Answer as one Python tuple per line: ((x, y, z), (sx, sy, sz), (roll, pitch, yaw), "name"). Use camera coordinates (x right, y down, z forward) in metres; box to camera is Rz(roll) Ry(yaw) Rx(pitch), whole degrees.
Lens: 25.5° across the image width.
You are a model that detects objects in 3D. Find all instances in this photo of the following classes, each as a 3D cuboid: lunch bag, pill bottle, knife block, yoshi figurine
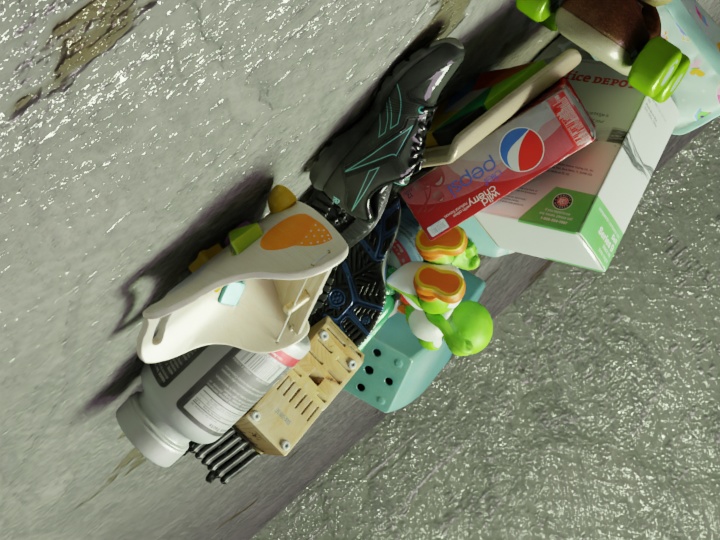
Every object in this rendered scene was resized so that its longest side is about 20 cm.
((0.328, -0.242, 1.719), (0.122, 0.171, 0.200), (-42, -168, -1), "lunch bag")
((-0.156, 0.107, 1.648), (0.200, 0.111, 0.111), (-43, 170, 8), "pill bottle")
((-0.108, 0.144, 1.751), (0.200, 0.064, 0.175), (-50, -162, -20), "knife block")
((0.056, -0.021, 1.922), (0.200, 0.109, 0.109), (-31, 166, -48), "pill bottle")
((0.105, 0.034, 1.766), (0.112, 0.112, 0.200), (-35, 157, -14), "yoshi figurine")

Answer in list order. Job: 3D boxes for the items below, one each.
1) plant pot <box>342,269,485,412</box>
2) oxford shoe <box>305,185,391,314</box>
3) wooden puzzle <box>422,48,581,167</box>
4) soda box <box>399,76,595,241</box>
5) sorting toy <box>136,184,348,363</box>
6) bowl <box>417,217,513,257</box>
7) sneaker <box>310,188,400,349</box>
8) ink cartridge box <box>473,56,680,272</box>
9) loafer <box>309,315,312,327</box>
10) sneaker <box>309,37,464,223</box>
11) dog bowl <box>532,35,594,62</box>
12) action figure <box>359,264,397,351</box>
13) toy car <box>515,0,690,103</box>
((0.043, 0.077, 1.995), (0.200, 0.140, 0.142), (-49, 166, -57), "plant pot")
((-0.030, -0.054, 1.633), (0.201, 0.072, 0.085), (-55, -167, 29), "oxford shoe")
((0.113, -0.163, 1.641), (0.185, 0.037, 0.200), (-38, -170, -21), "wooden puzzle")
((0.139, -0.113, 1.609), (0.199, 0.064, 0.070), (-31, -170, 15), "soda box")
((-0.126, 0.021, 1.480), (0.179, 0.107, 0.200), (-29, 166, -23), "sorting toy")
((0.162, -0.096, 1.818), (0.202, 0.104, 0.201), (-56, 170, -14), "bowl")
((0.000, 0.000, 1.749), (0.077, 0.075, 0.202), (-78, -172, -83), "sneaker")
((0.226, -0.115, 1.670), (0.084, 0.145, 0.201), (45, 67, -45), "ink cartridge box")
((-0.083, 0.091, 1.879), (0.071, 0.063, 0.201), (16, 112, -42), "loafer")
((0.039, -0.132, 1.495), (0.200, 0.079, 0.075), (-48, 168, 24), "sneaker")
((0.250, -0.232, 1.927), (0.200, 0.059, 0.200), (-41, 170, -9), "dog bowl")
((-0.021, 0.074, 1.815), (0.200, 0.055, 0.118), (-49, 151, 10), "action figure")
((0.278, -0.293, 1.551), (0.201, 0.164, 0.158), (-57, 167, 11), "toy car")
